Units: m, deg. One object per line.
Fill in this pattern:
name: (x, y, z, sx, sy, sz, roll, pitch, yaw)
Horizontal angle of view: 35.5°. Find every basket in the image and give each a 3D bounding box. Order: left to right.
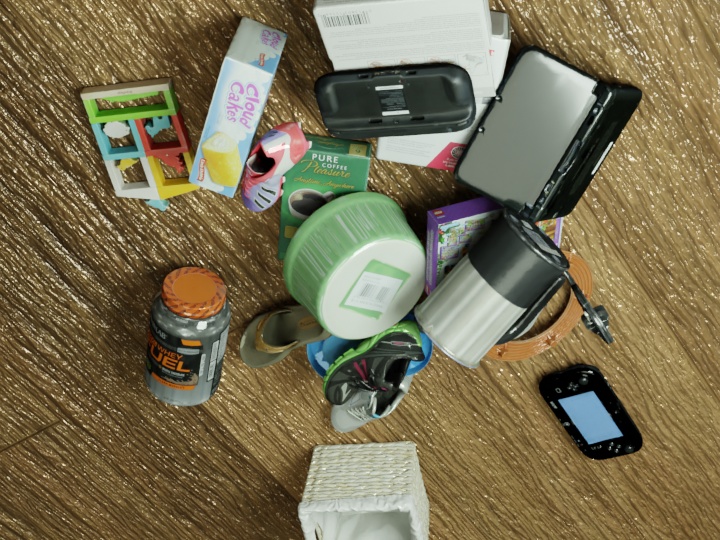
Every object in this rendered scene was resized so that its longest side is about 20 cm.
basket: (0.016, 0.408, 1.903, 0.197, 0.162, 0.200, -5, 127, 12)

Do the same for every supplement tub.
supplement tub: (-0.266, 0.101, 1.732, 0.121, 0.123, 0.202, 12, 128, -2)

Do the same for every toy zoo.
toy zoo: (-0.304, -0.173, 1.592, 0.130, 0.021, 0.202, -5, 127, 11)

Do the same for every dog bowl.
dog bowl: (0.017, 0.109, 1.732, 0.198, 0.050, 0.113, -10, 112, 16)

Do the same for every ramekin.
ramekin: (0.000, 0.000, 1.574, 0.198, 0.098, 0.202, -19, 135, -20)

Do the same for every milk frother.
milk frother: (0.206, 0.059, 1.470, 0.180, 0.201, 0.188, 28, 113, -32)

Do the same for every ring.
ring: (0.252, 0.056, 1.629, 0.198, 0.019, 0.202, -15, 131, -18)

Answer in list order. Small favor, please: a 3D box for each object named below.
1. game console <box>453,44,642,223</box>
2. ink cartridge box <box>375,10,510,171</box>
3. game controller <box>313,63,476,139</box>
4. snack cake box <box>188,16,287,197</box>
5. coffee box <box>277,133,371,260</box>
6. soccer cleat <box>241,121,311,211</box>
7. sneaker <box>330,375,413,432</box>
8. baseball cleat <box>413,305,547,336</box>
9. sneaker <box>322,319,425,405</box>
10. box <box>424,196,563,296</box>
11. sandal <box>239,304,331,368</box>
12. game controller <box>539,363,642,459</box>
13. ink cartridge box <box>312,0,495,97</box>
game console: (0.244, -0.175, 1.451, 0.116, 0.175, 0.201, 41, 118, 23)
ink cartridge box: (0.104, -0.237, 1.445, 0.143, 0.084, 0.202, 10, 127, 1)
game controller: (0.043, -0.209, 1.392, 0.197, 0.042, 0.105, -2, 135, 13)
snack cake box: (-0.162, -0.214, 1.482, 0.066, 0.116, 0.201, 20, 128, -5)
coffee box: (-0.053, -0.097, 1.600, 0.121, 0.044, 0.202, 8, 128, 2)
soccer cleat: (-0.133, -0.135, 1.520, 0.067, 0.076, 0.200, 61, 146, 9)
sneaker: (0.013, 0.211, 1.800, 0.075, 0.087, 0.200, 31, 126, -17)
baseball cleat: (0.181, 0.072, 1.662, 0.198, 0.070, 0.107, -19, 124, 7)
sneaker: (0.017, 0.151, 1.662, 0.076, 0.084, 0.200, -5, 151, -50)
box: (0.186, -0.040, 1.558, 0.198, 0.039, 0.138, -15, 129, -18)
sandal: (-0.122, 0.096, 1.721, 0.199, 0.054, 0.081, -22, 83, 38)
game controller: (0.365, 0.227, 1.781, 0.104, 0.042, 0.201, -24, 120, 24)
ink cartridge box: (0.058, -0.275, 1.346, 0.197, 0.045, 0.177, -2, 150, 12)
